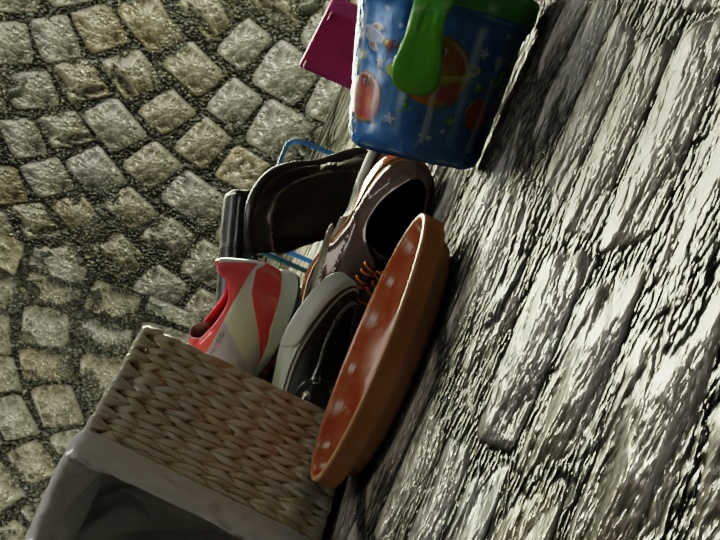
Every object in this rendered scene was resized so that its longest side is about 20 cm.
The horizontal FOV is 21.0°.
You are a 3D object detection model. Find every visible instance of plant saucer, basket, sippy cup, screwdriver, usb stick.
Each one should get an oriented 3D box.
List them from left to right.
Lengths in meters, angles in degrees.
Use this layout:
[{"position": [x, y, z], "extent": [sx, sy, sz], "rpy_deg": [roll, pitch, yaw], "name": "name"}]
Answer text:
[{"position": [-0.133, 0.183, 1.445], "extent": [0.161, 0.199, 0.199], "rpy_deg": [-70, 6, -50], "name": "basket"}, {"position": [-0.119, 0.024, 1.802], "extent": [0.055, 0.032, 0.201], "rpy_deg": [149, 126, -80], "name": "usb stick"}, {"position": [-0.046, 0.049, 1.537], "extent": [0.028, 0.029, 0.201], "rpy_deg": [-23, -36, -49], "name": "screwdriver"}, {"position": [0.017, 0.058, 1.349], "extent": [0.200, 0.032, 0.201], "rpy_deg": [-158, 90, -84], "name": "plant saucer"}, {"position": [0.050, -0.144, 1.403], "extent": [0.139, 0.177, 0.131], "rpy_deg": [16, 95, 41], "name": "sippy cup"}]

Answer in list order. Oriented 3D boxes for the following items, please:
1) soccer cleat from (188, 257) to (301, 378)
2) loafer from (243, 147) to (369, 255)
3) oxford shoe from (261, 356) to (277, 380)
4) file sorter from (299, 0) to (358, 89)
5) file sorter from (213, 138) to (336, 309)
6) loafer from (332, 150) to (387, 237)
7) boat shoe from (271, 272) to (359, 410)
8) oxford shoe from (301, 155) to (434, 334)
[{"position": [-0.114, 0.083, 1.539], "extent": [0.068, 0.073, 0.201], "rpy_deg": [-114, 45, -68], "name": "soccer cleat"}, {"position": [-0.029, -0.064, 1.745], "extent": [0.200, 0.071, 0.073], "rpy_deg": [-30, -53, -46], "name": "loafer"}, {"position": [-0.113, 0.096, 1.624], "extent": [0.200, 0.071, 0.073], "rpy_deg": [-52, 17, 21], "name": "oxford shoe"}, {"position": [0.044, -0.229, 1.705], "extent": [0.200, 0.138, 0.126], "rpy_deg": [138, 156, -78], "name": "file sorter"}, {"position": [-0.059, -0.008, 1.910], "extent": [0.139, 0.122, 0.200], "rpy_deg": [-73, 7, -50], "name": "file sorter"}, {"position": [0.018, -0.049, 1.682], "extent": [0.072, 0.063, 0.201], "rpy_deg": [111, -178, -58], "name": "loafer"}, {"position": [-0.032, 0.099, 1.524], "extent": [0.071, 0.064, 0.201], "rpy_deg": [-15, -49, -54], "name": "boat shoe"}, {"position": [0.000, 0.000, 1.575], "extent": [0.073, 0.071, 0.201], "rpy_deg": [-114, 47, -75], "name": "oxford shoe"}]
